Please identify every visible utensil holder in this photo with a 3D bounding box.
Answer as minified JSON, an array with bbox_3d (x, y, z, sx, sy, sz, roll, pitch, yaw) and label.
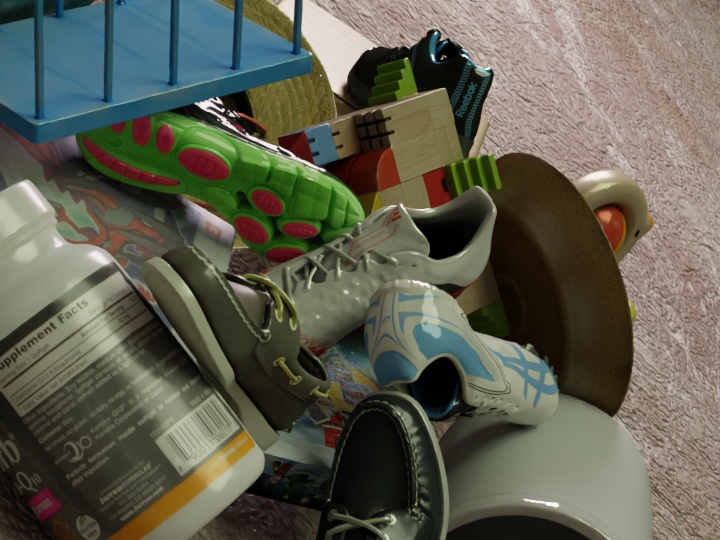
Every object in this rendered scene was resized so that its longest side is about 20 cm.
[{"bbox_3d":[0.107,0.185,1.485,0.170,0.170,0.200,49,19,-10],"label":"utensil holder"}]

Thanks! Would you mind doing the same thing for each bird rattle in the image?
[{"bbox_3d":[0.174,-0.025,1.991,0.113,0.163,0.200,47,2,42],"label":"bird rattle"}]

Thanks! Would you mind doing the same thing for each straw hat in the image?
[{"bbox_3d":[-0.118,-0.095,1.552,0.201,0.085,0.201,12,64,-26],"label":"straw hat"}]

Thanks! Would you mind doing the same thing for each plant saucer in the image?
[{"bbox_3d":[0.116,0.019,1.588,0.035,0.200,0.200,-18,66,-26],"label":"plant saucer"}]

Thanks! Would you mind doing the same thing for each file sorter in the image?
[{"bbox_3d":[-0.145,-0.174,1.366,0.200,0.123,0.139,-18,35,-36],"label":"file sorter"}]

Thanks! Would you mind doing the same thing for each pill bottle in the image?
[{"bbox_3d":[-0.151,0.059,1.209,0.200,0.116,0.116,52,21,0],"label":"pill bottle"}]

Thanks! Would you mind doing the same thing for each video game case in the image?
[{"bbox_3d":[-0.170,-0.021,1.347,0.200,0.023,0.182,31,30,-15],"label":"video game case"}]

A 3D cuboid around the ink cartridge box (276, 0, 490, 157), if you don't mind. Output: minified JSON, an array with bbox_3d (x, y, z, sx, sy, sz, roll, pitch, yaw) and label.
[{"bbox_3d":[-0.006,-0.120,1.791,0.200,0.075,0.165,34,23,-3],"label":"ink cartridge box"}]

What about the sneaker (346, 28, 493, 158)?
[{"bbox_3d":[0.050,-0.135,1.671,0.073,0.082,0.200,21,12,-24],"label":"sneaker"}]

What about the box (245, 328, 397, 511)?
[{"bbox_3d":[-0.064,0.076,1.395,0.200,0.038,0.137,18,37,-29],"label":"box"}]

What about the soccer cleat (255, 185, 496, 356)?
[{"bbox_3d":[0.000,0.000,1.405,0.200,0.085,0.069,-18,60,-32],"label":"soccer cleat"}]

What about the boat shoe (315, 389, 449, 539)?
[{"bbox_3d":[0.006,0.169,1.315,0.060,0.075,0.200,5,84,-67],"label":"boat shoe"}]

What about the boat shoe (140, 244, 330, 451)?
[{"bbox_3d":[-0.064,0.033,1.246,0.072,0.060,0.202,51,-6,27],"label":"boat shoe"}]

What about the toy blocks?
[{"bbox_3d":[0.018,-0.032,1.526,0.137,0.100,0.200,-23,100,-50],"label":"toy blocks"}]

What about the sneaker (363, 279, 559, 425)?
[{"bbox_3d":[0.061,0.067,1.413,0.200,0.072,0.073,32,61,-53],"label":"sneaker"}]

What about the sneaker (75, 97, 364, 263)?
[{"bbox_3d":[-0.080,-0.072,1.422,0.200,0.077,0.084,29,35,-22],"label":"sneaker"}]

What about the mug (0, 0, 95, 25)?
[{"bbox_3d":[-0.215,-0.216,1.488,0.114,0.152,0.185,49,64,-14],"label":"mug"}]

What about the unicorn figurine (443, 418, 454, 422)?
[{"bbox_3d":[0.018,0.065,1.597,0.200,0.137,0.074,-133,-146,-64],"label":"unicorn figurine"}]
